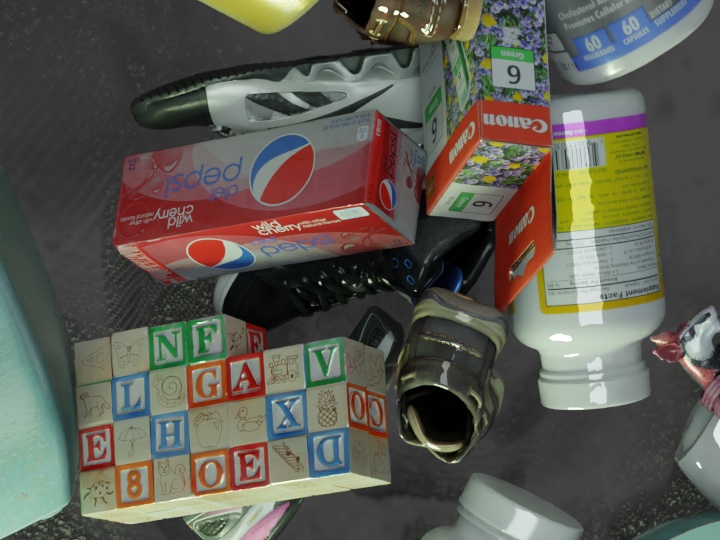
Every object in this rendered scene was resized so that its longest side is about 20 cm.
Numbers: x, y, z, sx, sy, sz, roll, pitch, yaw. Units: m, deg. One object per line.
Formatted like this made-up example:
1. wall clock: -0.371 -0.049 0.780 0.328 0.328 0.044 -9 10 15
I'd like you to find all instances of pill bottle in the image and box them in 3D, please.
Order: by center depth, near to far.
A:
1. pill bottle: 0.131 -0.229 1.495 0.113 0.114 0.200 -31 108 2
2. pill bottle: 0.143 -0.015 1.540 0.104 0.104 0.201 -6 96 0
3. pill bottle: 0.068 0.241 1.561 0.108 0.109 0.201 26 95 -3

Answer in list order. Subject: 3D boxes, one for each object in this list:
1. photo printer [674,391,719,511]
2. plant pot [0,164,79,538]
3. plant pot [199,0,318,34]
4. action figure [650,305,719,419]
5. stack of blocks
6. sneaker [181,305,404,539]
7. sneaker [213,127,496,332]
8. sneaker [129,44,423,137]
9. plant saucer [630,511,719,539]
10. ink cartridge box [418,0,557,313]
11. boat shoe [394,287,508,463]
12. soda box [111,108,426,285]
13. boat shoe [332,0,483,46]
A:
1. photo printer: 0.316 0.093 1.569 0.166 0.069 0.201 30 95 -3
2. plant pot: -0.274 0.075 1.507 0.195 0.196 0.201 -27 102 2
3. plant pot: -0.090 -0.256 1.479 0.189 0.201 0.201 38 94 -19
4. action figure: 0.280 0.073 1.501 0.199 0.134 0.149 14 138 11
5. stack of blocks: -0.083 0.090 1.513 0.199 0.059 0.116 -11 74 26
6. sneaker: -0.053 0.099 1.565 0.086 0.080 0.200 38 88 7
7. sneaker: 0.000 0.000 1.524 0.200 0.112 0.073 -37 139 9
8. sneaker: -0.049 -0.094 1.544 0.199 0.074 0.089 -6 100 -4
9. plant saucer: 0.189 0.224 1.543 0.200 0.200 0.027 -38 54 3
10. ink cartridge box: 0.076 -0.084 1.448 0.050 0.109 0.201 6 65 -15
11. boat shoe: 0.048 0.081 1.505 0.074 0.200 0.074 18 66 11
12. soda box: -0.060 -0.045 1.498 0.199 0.063 0.070 -9 62 32
13. boat shoe: 0.017 -0.175 1.471 0.070 0.200 0.071 2 94 -13
